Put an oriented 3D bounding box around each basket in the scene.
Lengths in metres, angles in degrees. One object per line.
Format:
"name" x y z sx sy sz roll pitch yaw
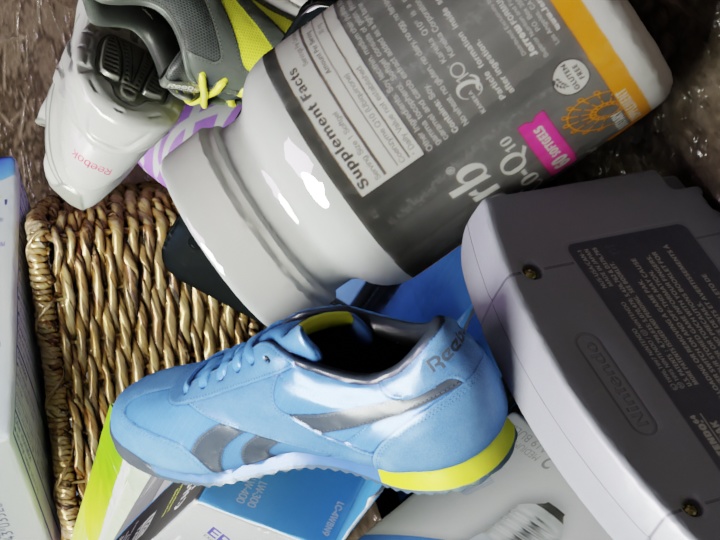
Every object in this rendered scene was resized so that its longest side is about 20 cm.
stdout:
"basket" -0.153 0.049 1.260 0.142 0.148 0.201 10 109 57

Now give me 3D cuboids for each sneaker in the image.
"sneaker" -0.030 0.043 0.852 0.199 0.066 0.079 -2 128 36
"sneaker" -0.057 -0.107 1.046 0.200 0.085 0.074 38 159 -6
"sneaker" -0.137 -0.107 1.120 0.100 0.078 0.200 -52 14 31

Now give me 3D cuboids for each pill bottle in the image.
"pill bottle" 0.022 -0.066 0.878 0.117 0.200 0.116 53 -172 -11

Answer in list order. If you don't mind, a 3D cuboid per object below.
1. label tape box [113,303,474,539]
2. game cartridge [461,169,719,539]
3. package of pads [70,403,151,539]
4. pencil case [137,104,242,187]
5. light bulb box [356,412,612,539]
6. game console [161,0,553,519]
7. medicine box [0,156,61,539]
"label tape box" -0.042 0.090 0.948 0.066 0.144 0.200 37 133 -7
"game cartridge" 0.127 0.046 0.822 0.201 0.133 0.042 58 145 30
"package of pads" -0.081 0.139 1.168 0.068 0.154 0.201 57 144 30
"pencil case" -0.072 -0.066 1.158 0.200 0.084 0.086 40 168 48
"light bulb box" 0.066 0.198 0.876 0.198 0.200 0.125 31 153 49
"game console" 0.000 0.000 0.995 0.200 0.170 0.119 -55 11 38
"medicine box" -0.233 0.069 1.215 0.183 0.102 0.201 83 180 -53
